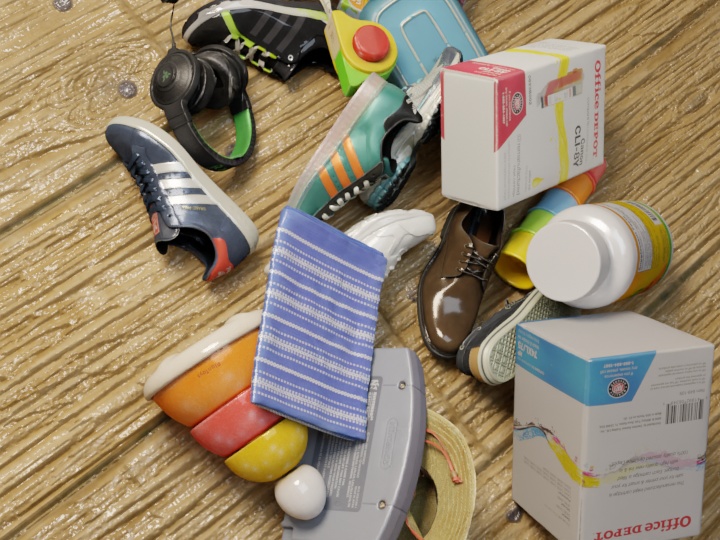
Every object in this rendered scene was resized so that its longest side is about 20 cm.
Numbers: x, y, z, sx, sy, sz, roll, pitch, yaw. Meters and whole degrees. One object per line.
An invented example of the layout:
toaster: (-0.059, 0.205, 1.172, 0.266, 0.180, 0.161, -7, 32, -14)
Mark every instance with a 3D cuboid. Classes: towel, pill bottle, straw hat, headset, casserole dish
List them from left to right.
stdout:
headset: (-0.161, -0.207, 1.064, 0.123, 0.094, 0.201, -30, 100, -60)
towel: (-0.035, 0.051, 0.972, 0.144, 0.024, 0.201, 28, 59, -39)
straw hat: (0.047, 0.244, 1.006, 0.085, 0.200, 0.202, 41, 55, -50)
casserole dish: (0.082, -0.251, 1.167, 0.121, 0.039, 0.201, -32, 103, 2)
pill bottle: (0.260, -0.018, 1.104, 0.199, 0.111, 0.112, -10, 72, -55)

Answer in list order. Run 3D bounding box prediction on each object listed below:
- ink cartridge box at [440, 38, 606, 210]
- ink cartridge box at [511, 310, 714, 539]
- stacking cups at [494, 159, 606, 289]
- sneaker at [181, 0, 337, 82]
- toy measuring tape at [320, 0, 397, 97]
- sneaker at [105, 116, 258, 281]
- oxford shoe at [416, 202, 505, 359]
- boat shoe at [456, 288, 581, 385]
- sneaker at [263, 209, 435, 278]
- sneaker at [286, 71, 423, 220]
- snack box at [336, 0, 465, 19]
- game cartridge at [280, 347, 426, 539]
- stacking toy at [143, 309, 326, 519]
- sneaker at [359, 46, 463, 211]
ink cartridge box: (0.184, -0.168, 1.121, 0.199, 0.083, 0.146, -24, 120, -38)
ink cartridge box: (0.251, 0.160, 1.029, 0.146, 0.146, 0.202, -4, 103, -19)
stacking cups: (0.230, -0.069, 1.185, 0.060, 0.061, 0.200, 40, 65, -2)
sneaker: (-0.099, -0.256, 1.136, 0.199, 0.072, 0.083, -5, 75, -19)
toy measuring tape: (-0.003, -0.273, 1.124, 0.073, 0.074, 0.201, -9, 73, -20)
sneaker: (-0.200, -0.071, 1.040, 0.200, 0.075, 0.085, 42, 61, -1)
oxford shoe: (0.113, -0.001, 1.114, 0.072, 0.084, 0.201, 19, 69, -13)
boat shoe: (0.178, 0.065, 1.122, 0.200, 0.062, 0.075, -31, 108, -39)
sneaker: (0.000, 0.000, 1.090, 0.199, 0.078, 0.100, -23, 88, -15)
sneaker: (-0.010, -0.105, 1.070, 0.080, 0.071, 0.201, 34, 104, 2)
snack box: (0.063, -0.363, 1.234, 0.141, 0.053, 0.201, 22, 67, -8)
game cartridge: (-0.002, 0.175, 0.997, 0.040, 0.133, 0.201, 37, 56, -47)
stacking toy: (-0.101, 0.152, 0.962, 0.146, 0.146, 0.201, -30, 86, -24)
sneaker: (0.041, -0.171, 1.124, 0.086, 0.078, 0.201, 33, 90, 8)
